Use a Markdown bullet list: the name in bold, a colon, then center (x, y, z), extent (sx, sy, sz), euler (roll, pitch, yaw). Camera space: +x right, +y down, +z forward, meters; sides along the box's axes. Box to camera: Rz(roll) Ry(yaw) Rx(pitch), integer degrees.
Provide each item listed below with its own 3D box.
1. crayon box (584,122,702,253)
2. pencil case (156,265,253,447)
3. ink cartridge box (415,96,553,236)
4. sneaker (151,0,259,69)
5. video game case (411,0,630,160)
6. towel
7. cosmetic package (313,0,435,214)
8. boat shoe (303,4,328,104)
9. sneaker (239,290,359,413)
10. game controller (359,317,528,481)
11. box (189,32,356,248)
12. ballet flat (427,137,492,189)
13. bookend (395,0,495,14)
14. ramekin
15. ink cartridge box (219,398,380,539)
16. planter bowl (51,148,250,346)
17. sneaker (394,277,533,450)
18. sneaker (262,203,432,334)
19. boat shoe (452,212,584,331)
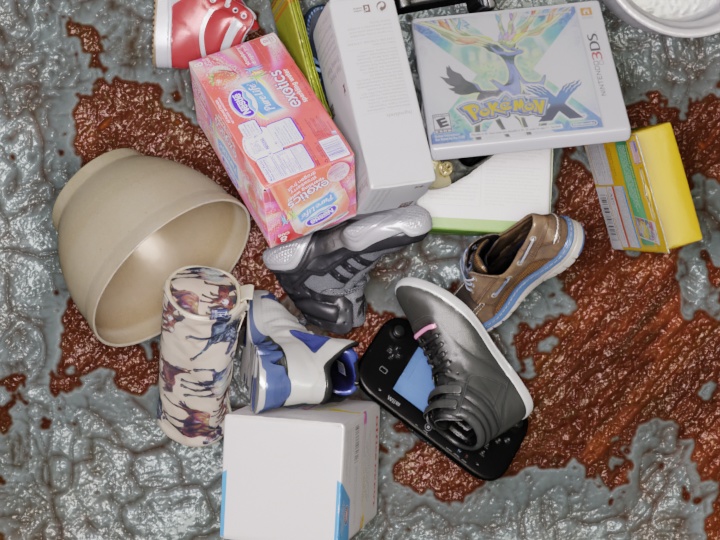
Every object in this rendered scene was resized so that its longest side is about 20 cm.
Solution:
- **crayon box**: center (0.297, -0.085, 1.673), extent (0.051, 0.200, 0.126), euler (-17, 94, -6)
- **pencil case**: center (-0.164, 0.092, 1.659), extent (0.089, 0.078, 0.200), euler (11, 129, 2)
- **ink cartridge box**: center (0.129, -0.139, 1.721), extent (0.147, 0.076, 0.201), euler (3, 87, -5)
- **sneaker**: center (-0.159, -0.311, 1.687), extent (0.112, 0.071, 0.201), euler (4, 100, -1)
- **video game case**: center (0.160, -0.196, 1.628), extent (0.199, 0.022, 0.183), euler (-6, 54, 0)
- **towel**: center (-0.069, -0.246, 1.680), extent (0.018, 0.086, 0.201), euler (-14, 87, -13)
- **cosmetic package**: center (0.012, -0.167, 1.619), extent (0.074, 0.102, 0.201), euler (-9, 78, -12)
- **boat shoe**: center (-0.014, -0.188, 1.706), extent (0.084, 0.069, 0.201), euler (-17, 92, -4)
- **sneaker**: center (-0.062, 0.093, 1.658), extent (0.115, 0.199, 0.081), euler (5, 111, -12)
- **game controller**: center (0.088, 0.140, 1.729), extent (0.200, 0.042, 0.104), euler (37, 49, -5)
- **box**: center (-0.090, -0.134, 1.631), extent (0.102, 0.095, 0.200), euler (-22, 53, -15)
- **ballet flat**: center (0.139, -0.152, 1.648), extent (0.200, 0.057, 0.067), euler (-38, 123, -7)
- **bookend**: center (0.023, -0.355, 1.691), extent (0.199, 0.092, 0.199), euler (-10, 94, -4)
- **ramekin**: center (0.339, -0.346, 1.717), extent (0.200, 0.098, 0.201), euler (0, 93, -5)
- **ink cartridge box**: center (-0.056, 0.204, 1.668), extent (0.125, 0.200, 0.129), euler (3, 93, 12)
- **planter bowl**: center (-0.231, -0.040, 1.648), extent (0.200, 0.200, 0.135), euler (-43, 68, -2)
- **sneaker**: center (0.090, 0.102, 1.684), extent (0.200, 0.071, 0.099), euler (50, 53, -3)
- **sneaker**: center (0.000, 0.000, 1.694), extent (0.200, 0.075, 0.114), euler (-14, 107, 29)
- **boat shoe**: center (0.144, -0.004, 1.686), extent (0.072, 0.072, 0.200), euler (24, 132, -28)
